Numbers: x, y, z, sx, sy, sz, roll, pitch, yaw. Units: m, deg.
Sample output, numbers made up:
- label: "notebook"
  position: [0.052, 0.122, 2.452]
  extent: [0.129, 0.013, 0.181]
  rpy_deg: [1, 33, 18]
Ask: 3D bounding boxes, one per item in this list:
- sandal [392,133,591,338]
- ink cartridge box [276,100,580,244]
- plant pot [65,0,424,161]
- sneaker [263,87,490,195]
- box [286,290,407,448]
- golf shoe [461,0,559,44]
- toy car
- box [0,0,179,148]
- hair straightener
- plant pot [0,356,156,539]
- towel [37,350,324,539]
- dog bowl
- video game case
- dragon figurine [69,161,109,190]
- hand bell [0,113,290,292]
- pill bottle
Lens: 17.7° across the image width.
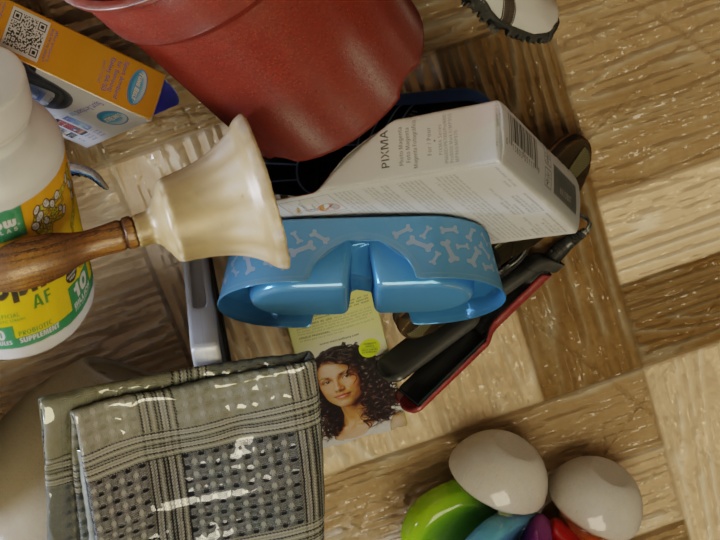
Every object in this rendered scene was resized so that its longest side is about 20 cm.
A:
- label: "sandal"
  position: [0.090, -0.033, 1.698]
  extent: [0.200, 0.055, 0.082]
  rpy_deg: [-45, 156, -4]
- label: "ink cartridge box"
  position: [0.032, -0.055, 1.590]
  extent: [0.199, 0.057, 0.162]
  rpy_deg: [-4, 163, 23]
- label: "plant pot"
  position: [-0.068, -0.186, 1.521]
  extent: [0.200, 0.201, 0.195]
  rpy_deg: [-33, 130, 11]
- label: "sneaker"
  position: [0.008, -0.083, 1.658]
  extent: [0.199, 0.078, 0.070]
  rpy_deg: [-11, 124, -4]
- label: "box"
  position: [-0.021, 0.037, 1.747]
  extent: [0.075, 0.050, 0.201]
  rpy_deg: [-16, 123, -1]
- label: "golf shoe"
  position: [0.083, -0.235, 1.577]
  extent: [0.094, 0.078, 0.200]
  rpy_deg: [-42, 121, 16]
- label: "toy car"
  position: [0.131, 0.237, 1.843]
  extent: [0.199, 0.150, 0.176]
  rpy_deg: [17, 118, -20]
- label: "box"
  position: [-0.224, -0.137, 1.560]
  extent: [0.199, 0.119, 0.042]
  rpy_deg: [26, 72, -23]
- label: "hair straightener"
  position: [0.091, 0.017, 1.736]
  extent: [0.200, 0.041, 0.077]
  rpy_deg: [-39, 127, -4]
- label: "plant pot"
  position: [-0.186, 0.142, 1.713]
  extent: [0.199, 0.200, 0.135]
  rpy_deg: [18, 97, -21]
- label: "towel"
  position: [-0.120, 0.154, 1.585]
  extent: [0.199, 0.035, 0.193]
  rpy_deg: [-10, 123, -14]
- label: "dog bowl"
  position: [0.000, 0.000, 1.602]
  extent: [0.199, 0.050, 0.112]
  rpy_deg: [-2, 163, -1]
- label: "video game case"
  position: [-0.104, 0.084, 1.681]
  extent: [0.023, 0.183, 0.201]
  rpy_deg: [-10, 123, -2]
- label: "dragon figurine"
  position: [-0.277, -0.035, 1.646]
  extent: [0.199, 0.059, 0.100]
  rpy_deg: [-6, 123, -7]
- label: "hand bell"
  position: [-0.154, -0.020, 1.478]
  extent: [0.199, 0.104, 0.105]
  rpy_deg: [-18, 124, -7]
- label: "pill bottle"
  position: [-0.243, -0.047, 1.523]
  extent: [0.112, 0.113, 0.201]
  rpy_deg: [-10, 134, -4]
